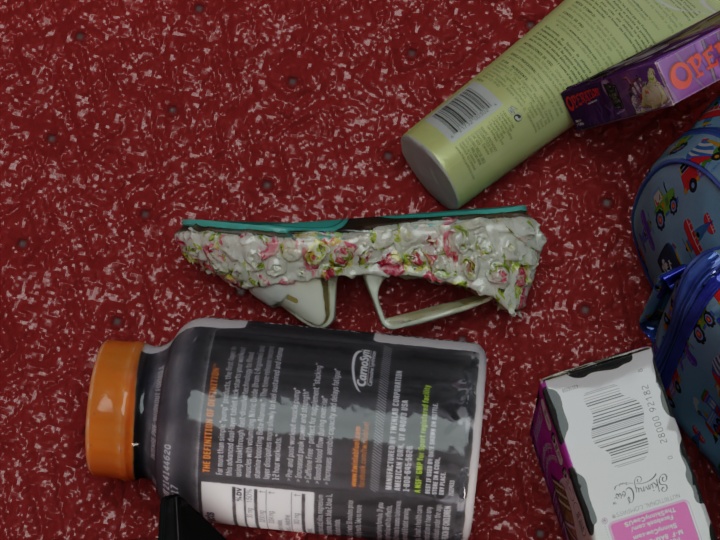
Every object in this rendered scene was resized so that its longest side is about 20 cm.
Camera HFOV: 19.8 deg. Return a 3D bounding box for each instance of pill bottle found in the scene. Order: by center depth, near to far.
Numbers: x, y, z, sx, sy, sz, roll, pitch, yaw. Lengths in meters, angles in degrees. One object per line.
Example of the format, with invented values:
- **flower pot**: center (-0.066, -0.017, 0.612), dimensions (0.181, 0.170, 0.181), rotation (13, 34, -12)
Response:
- **pill bottle**: center (-0.038, 0.080, 1.057), dimensions (0.199, 0.106, 0.107), rotation (6, 75, 2)

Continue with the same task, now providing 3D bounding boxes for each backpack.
- **backpack**: center (0.207, 0.008, 1.035), dimensions (0.134, 0.183, 0.200), rotation (-27, 73, -15)

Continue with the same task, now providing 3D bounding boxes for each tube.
- **tube**: center (0.113, -0.110, 1.141), dimensions (0.200, 0.052, 0.058), rotation (-39, 119, -13)

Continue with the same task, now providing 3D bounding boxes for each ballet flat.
- **ballet flat**: center (0.000, 0.000, 1.099), dimensions (0.199, 0.076, 0.064), rotation (-2, 90, 4)

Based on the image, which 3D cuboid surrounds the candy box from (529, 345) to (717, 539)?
- **candy box**: center (0.142, 0.152, 1.021), dimensions (0.061, 0.136, 0.201), rotation (-17, 75, -2)

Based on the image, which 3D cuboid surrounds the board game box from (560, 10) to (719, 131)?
- **board game box**: center (0.214, -0.132, 1.088), dimensions (0.199, 0.120, 0.032), rotation (-28, 100, -18)

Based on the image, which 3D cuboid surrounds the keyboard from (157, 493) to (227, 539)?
- **keyboard**: center (-0.036, 0.203, 0.971), dimensions (0.021, 0.200, 0.127), rotation (-29, 37, 16)

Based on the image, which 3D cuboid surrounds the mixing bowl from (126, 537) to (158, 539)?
- **mixing bowl**: center (-0.110, 0.226, 1.018), dimensions (0.199, 0.108, 0.201), rotation (0, 75, 1)
